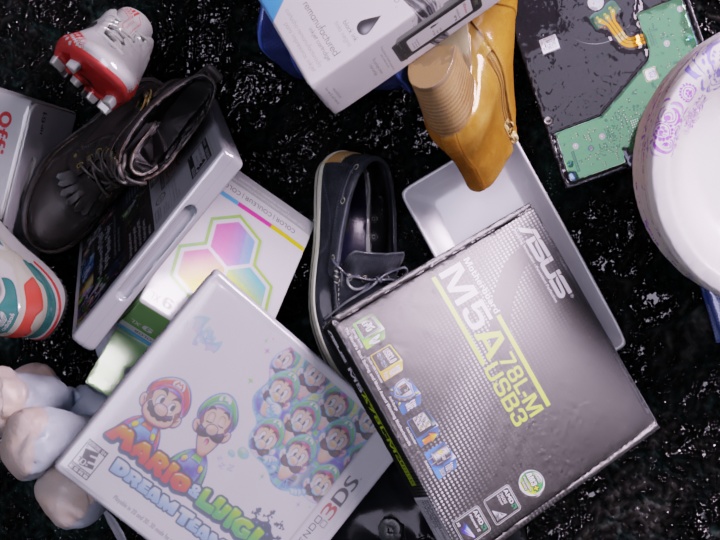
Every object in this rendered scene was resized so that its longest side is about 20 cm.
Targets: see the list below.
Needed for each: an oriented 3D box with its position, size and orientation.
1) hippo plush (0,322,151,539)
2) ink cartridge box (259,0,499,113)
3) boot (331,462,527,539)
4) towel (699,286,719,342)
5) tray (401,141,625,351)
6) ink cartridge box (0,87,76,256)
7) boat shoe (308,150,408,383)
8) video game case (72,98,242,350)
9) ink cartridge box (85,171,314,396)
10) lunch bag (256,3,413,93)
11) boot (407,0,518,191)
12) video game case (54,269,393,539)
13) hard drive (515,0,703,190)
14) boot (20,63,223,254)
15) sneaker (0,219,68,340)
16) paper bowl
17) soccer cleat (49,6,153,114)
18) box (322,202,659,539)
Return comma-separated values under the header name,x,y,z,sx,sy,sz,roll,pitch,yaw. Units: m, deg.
name,x,y,z,sx,sy,sz,roll,pitch,yaw
hippo plush,-0.188,0.116,0.802,0.160,0.159,0.201,-39,109,-5
ink cartridge box,0.028,-0.216,0.671,0.198,0.068,0.117,-34,76,7
boot,0.026,0.165,0.812,0.166,0.076,0.203,-22,92,7
towel,0.356,-0.034,0.770,0.197,0.024,0.150,-17,86,12
tray,0.125,-0.004,0.819,0.106,0.022,0.202,-29,84,10
ink cartridge box,-0.374,-0.103,0.893,0.197,0.085,0.147,18,95,12
boat shoe,0.000,0.000,0.815,0.062,0.074,0.204,-5,85,49
video game case,-0.168,-0.050,0.803,0.023,0.200,0.182,37,99,-25
ink cartridge box,-0.121,0.021,0.782,0.103,0.059,0.202,33,56,-18
lunch bag,-0.009,-0.251,0.788,0.130,0.136,0.204,10,89,11
boot,0.094,-0.177,0.767,0.070,0.144,0.204,9,70,28
video game case,-0.091,0.133,0.738,0.199,0.024,0.183,41,86,-13
hard drive,0.198,-0.182,0.795,0.138,0.038,0.203,-19,86,11
boot,-0.198,-0.089,0.797,0.069,0.174,0.201,39,85,-24
sneaker,-0.328,-0.015,0.788,0.199,0.093,0.071,37,99,16
paper bowl,0.296,-0.077,0.710,0.196,0.104,0.205,1,97,5
soccer cleat,-0.203,-0.179,0.810,0.069,0.200,0.085,43,85,-19
box,0.099,0.081,0.748,0.191,0.048,0.202,-28,85,-17
